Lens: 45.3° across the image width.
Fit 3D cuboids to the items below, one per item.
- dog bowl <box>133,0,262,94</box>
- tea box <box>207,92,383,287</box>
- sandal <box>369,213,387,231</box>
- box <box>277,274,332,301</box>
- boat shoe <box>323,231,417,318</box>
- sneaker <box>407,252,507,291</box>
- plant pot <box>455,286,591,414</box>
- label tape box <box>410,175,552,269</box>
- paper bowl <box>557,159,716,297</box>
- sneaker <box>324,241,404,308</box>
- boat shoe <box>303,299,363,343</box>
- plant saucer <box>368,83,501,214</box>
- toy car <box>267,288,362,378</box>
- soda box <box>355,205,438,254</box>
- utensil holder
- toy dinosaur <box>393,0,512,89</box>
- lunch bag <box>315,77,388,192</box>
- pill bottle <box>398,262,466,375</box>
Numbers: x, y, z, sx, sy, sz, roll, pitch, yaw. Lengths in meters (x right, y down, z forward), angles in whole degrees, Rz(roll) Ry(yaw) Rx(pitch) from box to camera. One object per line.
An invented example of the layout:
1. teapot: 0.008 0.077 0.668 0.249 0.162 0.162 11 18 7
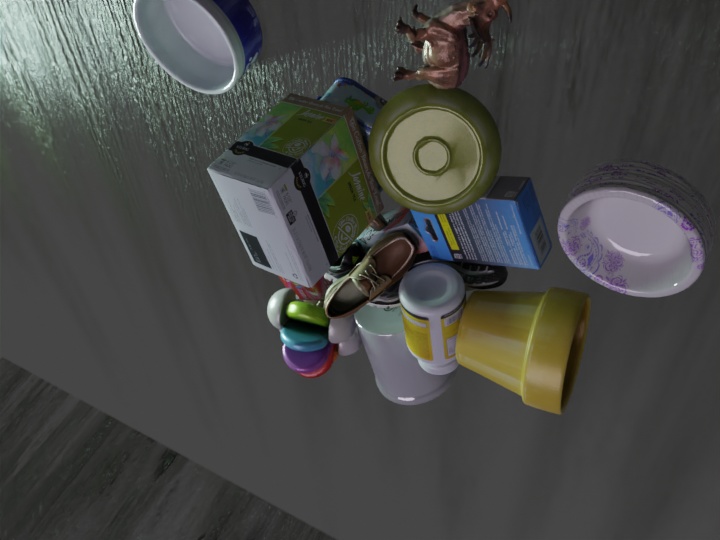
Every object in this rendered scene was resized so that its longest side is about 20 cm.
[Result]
1. dog bowl: -0.257 -0.385 1.371 0.199 0.079 0.201 25 148 16
2. tea box: -0.090 -0.122 1.298 0.133 0.197 0.201 20 146 35
3. sandal: -0.042 -0.121 1.498 0.200 0.054 0.080 38 -165 16
4. box: -0.120 -0.040 1.696 0.099 0.096 0.201 3 137 41
5. boat shoe: 0.015 0.018 1.461 0.076 0.074 0.200 44 111 -7
6. sneaker: 0.180 0.004 1.513 0.199 0.074 0.080 6 154 46
7. plant pot: 0.265 0.117 1.426 0.187 0.202 0.202 13 144 20
8. label tape box: 0.189 -0.080 1.376 0.199 0.063 0.145 7 138 37
9. paper bowl: 0.379 -0.067 1.174 0.200 0.105 0.201 25 148 17
10. sneaker: 0.000 0.000 1.534 0.199 0.074 0.088 26 156 22
11. boat shoe: -0.031 0.089 1.809 0.199 0.065 0.073 29 109 18
12. plant saucer: 0.106 -0.171 1.264 0.198 0.031 0.202 4 116 9
13. toy car: -0.096 0.132 1.691 0.174 0.151 0.200 13 162 15
14. soda box: 0.056 -0.062 1.531 0.068 0.064 0.199 47 147 -20
15. utensil holder: 0.086 0.132 1.671 0.169 0.170 0.201 12 140 33
16. toy dinosaur: 0.120 -0.290 1.143 0.135 0.086 0.200 21 153 10
17. lunch bag: -0.012 -0.205 1.380 0.160 0.083 0.200 32 149 2
18. pill bottle: 0.129 0.090 1.482 0.111 0.112 0.201 19 145 24
